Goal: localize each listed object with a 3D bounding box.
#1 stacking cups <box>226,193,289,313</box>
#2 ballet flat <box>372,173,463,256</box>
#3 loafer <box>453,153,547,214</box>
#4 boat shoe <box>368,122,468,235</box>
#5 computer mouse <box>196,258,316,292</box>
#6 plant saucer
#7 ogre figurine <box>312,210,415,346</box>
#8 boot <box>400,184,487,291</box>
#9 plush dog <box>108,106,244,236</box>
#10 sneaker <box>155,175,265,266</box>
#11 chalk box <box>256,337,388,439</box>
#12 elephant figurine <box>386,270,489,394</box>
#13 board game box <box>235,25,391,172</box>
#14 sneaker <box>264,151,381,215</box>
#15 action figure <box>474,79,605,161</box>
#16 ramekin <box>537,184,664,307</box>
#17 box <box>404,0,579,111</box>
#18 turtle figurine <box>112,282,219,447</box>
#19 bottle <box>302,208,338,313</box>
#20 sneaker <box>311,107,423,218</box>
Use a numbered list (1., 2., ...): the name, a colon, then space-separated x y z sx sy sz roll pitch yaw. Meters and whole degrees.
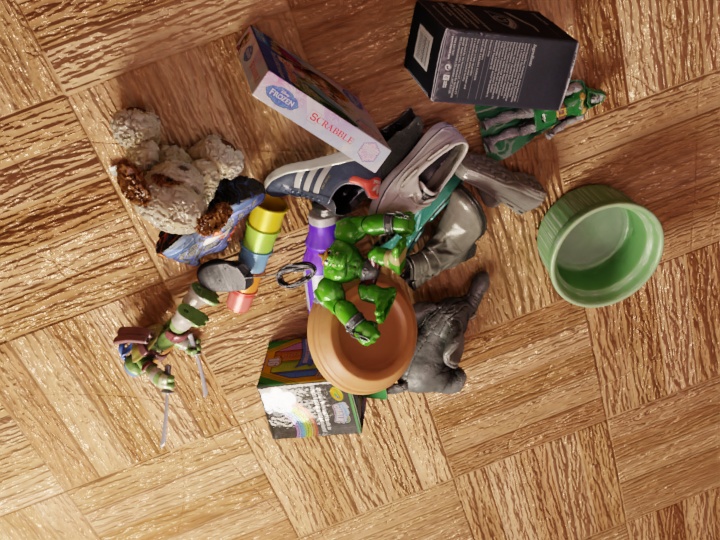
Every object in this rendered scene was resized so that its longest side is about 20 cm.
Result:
1. stacking cups: -0.165 -0.020 1.397 0.060 0.061 0.200 9 118 -19
2. ballet flat: 0.085 -0.093 1.416 0.070 0.067 0.200 32 107 -11
3. loafer: 0.214 -0.129 1.404 0.200 0.070 0.070 16 126 -39
4. boat shoe: 0.089 -0.127 1.341 0.072 0.066 0.200 31 105 -41
5. computer mouse: -0.159 0.001 1.360 0.200 0.034 0.059 -2 126 17
6. plant saucer: 0.012 0.095 1.403 0.200 0.037 0.201 2 85 -31
7. ogre figurine: 0.000 0.000 1.330 0.120 0.098 0.200 17 107 19
8. boot: 0.124 -0.040 1.398 0.131 0.068 0.200 -32 155 -16
9. plush dog: -0.270 -0.115 1.245 0.200 0.172 0.161 20 115 -25
10. sneaker: -0.217 -0.074 1.347 0.200 0.075 0.078 -31 136 24
11. chalk box: -0.055 0.192 1.489 0.200 0.124 0.125 -6 123 10
12. elephant figurine: 0.133 0.104 1.511 0.141 0.155 0.200 14 119 -8
13. board game box: -0.067 -0.235 1.207 0.199 0.200 0.041 29 110 -29
14. sneaker: -0.058 -0.117 1.305 0.200 0.085 0.075 -12 172 34
15. action figure: 0.284 -0.243 1.379 0.200 0.055 0.118 -21 129 -2
16. ramekin: 0.396 -0.047 1.501 0.200 0.098 0.200 -6 122 -10
17. box: 0.180 -0.304 1.257 0.200 0.148 0.104 2 120 -15
18. turtle figurine: -0.277 0.130 1.407 0.144 0.200 0.194 -12 147 -54
19. bottle: -0.051 -0.007 1.431 0.083 0.065 0.200 -14 123 -14
20. sneaker: 0.008 -0.162 1.356 0.200 0.060 0.104 -23 127 -7
